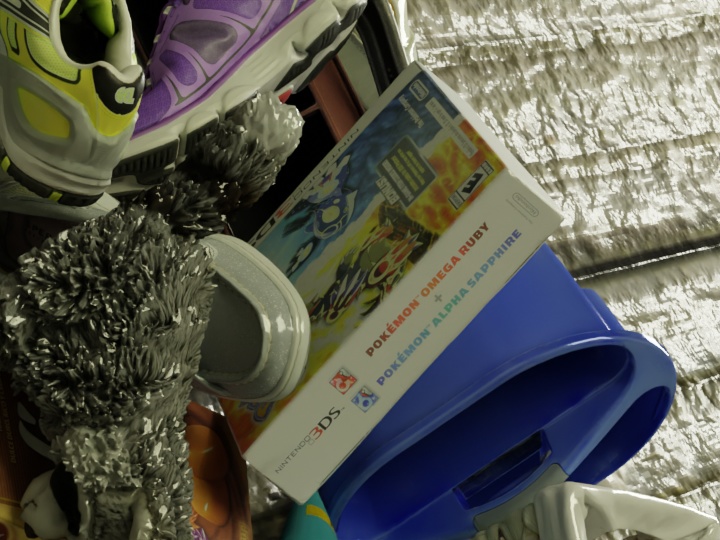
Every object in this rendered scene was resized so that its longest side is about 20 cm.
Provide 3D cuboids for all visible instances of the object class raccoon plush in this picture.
[{"bbox_3d":[-0.075,0.034,1.239,0.134,0.200,0.097,50,15,16],"label":"raccoon plush"}]

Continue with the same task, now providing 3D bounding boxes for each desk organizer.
[{"bbox_3d":[-0.059,-0.101,1.606,0.077,0.072,0.201,-5,65,-54],"label":"desk organizer"}]

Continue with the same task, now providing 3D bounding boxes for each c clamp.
[{"bbox_3d":[-0.002,-0.100,1.646,0.027,0.171,0.201,-20,92,-23],"label":"c clamp"}]

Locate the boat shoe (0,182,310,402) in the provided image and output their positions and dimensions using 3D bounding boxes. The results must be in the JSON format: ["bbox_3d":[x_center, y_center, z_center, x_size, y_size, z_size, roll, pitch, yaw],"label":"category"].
[{"bbox_3d":[-0.108,0.008,1.357,0.202,0.075,0.065,29,23,35],"label":"boat shoe"}]

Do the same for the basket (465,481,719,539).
[{"bbox_3d":[0.114,0.223,1.450,0.135,0.123,0.201,17,55,-46],"label":"basket"}]

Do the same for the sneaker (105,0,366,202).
[{"bbox_3d":[-0.086,-0.104,1.526,0.083,0.081,0.200,41,59,10],"label":"sneaker"}]

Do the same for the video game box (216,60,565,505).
[{"bbox_3d":[0.000,0.000,1.415,0.047,0.182,0.200,38,7,-20],"label":"video game box"}]

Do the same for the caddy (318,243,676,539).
[{"bbox_3d":[0.064,0.081,1.485,0.141,0.200,0.105,39,20,-52],"label":"caddy"}]

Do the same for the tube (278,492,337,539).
[{"bbox_3d":[-0.024,0.153,1.363,0.200,0.050,0.078,-82,170,-82],"label":"tube"}]

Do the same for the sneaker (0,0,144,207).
[{"bbox_3d":[-0.141,-0.123,1.363,0.075,0.076,0.200,10,43,-40],"label":"sneaker"}]

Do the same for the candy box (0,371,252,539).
[{"bbox_3d":[-0.136,0.094,1.324,0.200,0.056,0.117,27,41,-37],"label":"candy box"}]

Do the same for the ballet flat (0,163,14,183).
[{"bbox_3d":[-0.200,-0.073,1.381,0.199,0.067,0.068,14,27,-39],"label":"ballet flat"}]

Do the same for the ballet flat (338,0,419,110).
[{"bbox_3d":[-0.011,-0.164,1.740,0.200,0.064,0.067,50,31,-10],"label":"ballet flat"}]
